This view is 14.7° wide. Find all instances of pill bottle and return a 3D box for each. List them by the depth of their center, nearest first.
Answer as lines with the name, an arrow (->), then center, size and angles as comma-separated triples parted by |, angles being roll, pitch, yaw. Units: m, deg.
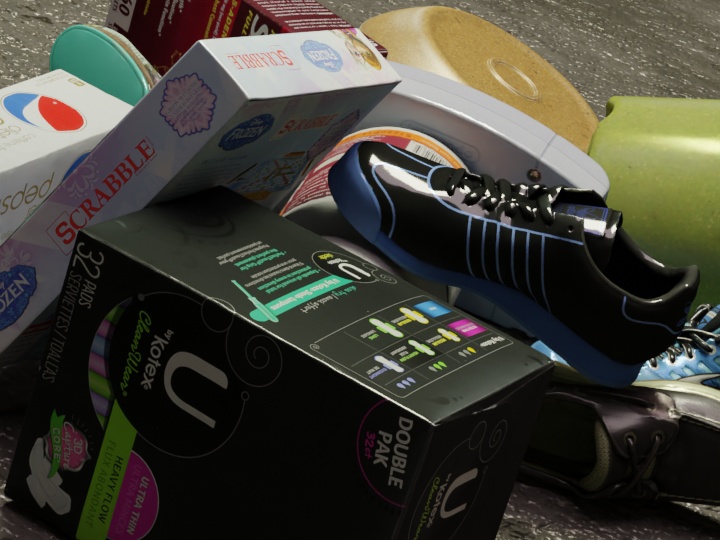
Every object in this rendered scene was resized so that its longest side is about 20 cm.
pill bottle -> 0.000, 0.000, 1.529 | 0.109, 0.110, 0.200 | 20, 23, 5

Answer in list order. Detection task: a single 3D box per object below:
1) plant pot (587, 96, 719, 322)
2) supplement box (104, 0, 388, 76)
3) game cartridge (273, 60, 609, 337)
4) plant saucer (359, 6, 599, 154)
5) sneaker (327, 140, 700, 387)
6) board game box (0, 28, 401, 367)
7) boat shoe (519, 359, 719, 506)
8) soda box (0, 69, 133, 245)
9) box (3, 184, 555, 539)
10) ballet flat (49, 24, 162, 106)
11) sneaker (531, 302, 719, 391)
plant pot -> 0.228, -0.027, 1.688 | 0.184, 0.201, 0.200 | 11, 22, 11
supplement box -> -0.079, -0.134, 1.767 | 0.061, 0.109, 0.200 | -7, 33, -44
game cartridge -> 0.044, -0.049, 1.639 | 0.200, 0.134, 0.040 | 24, 43, 11
plant saucer -> 0.090, -0.110, 1.786 | 0.200, 0.035, 0.200 | 31, 24, -16
sneaker -> 0.083, -0.021, 1.449 | 0.200, 0.078, 0.070 | 31, 35, -7
board game box -> -0.092, -0.039, 1.403 | 0.041, 0.199, 0.200 | 50, 20, 9
boat shoe -> 0.131, 0.093, 1.479 | 0.200, 0.072, 0.066 | 16, 29, 7
soda box -> -0.202, -0.054, 1.560 | 0.068, 0.064, 0.200 | 27, 26, 18
box -> -0.038, 0.074, 1.289 | 0.200, 0.149, 0.124 | 28, 25, 22
ballet flat -> -0.119, -0.077, 1.683 | 0.071, 0.069, 0.200 | 20, 19, -47
sneaker -> 0.178, 0.051, 1.570 | 0.200, 0.090, 0.078 | 5, 27, -29
